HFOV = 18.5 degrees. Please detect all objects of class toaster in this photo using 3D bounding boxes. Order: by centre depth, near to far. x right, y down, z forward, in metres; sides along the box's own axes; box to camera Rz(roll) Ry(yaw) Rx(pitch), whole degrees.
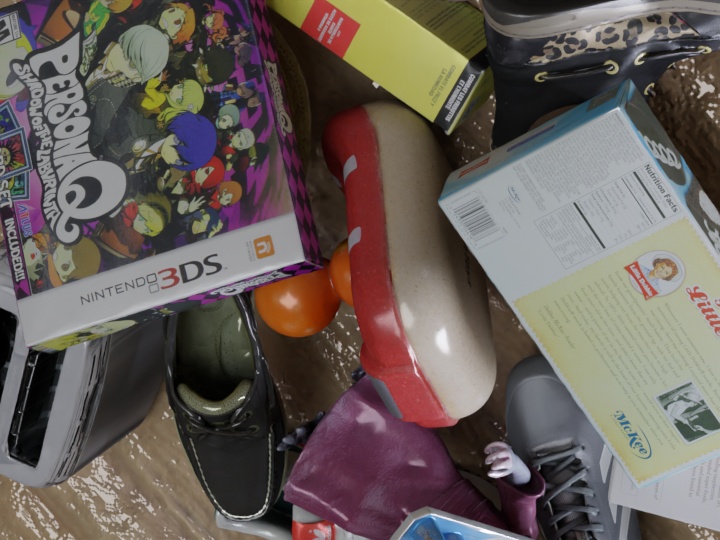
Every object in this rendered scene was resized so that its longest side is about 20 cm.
[{"bbox_3d":[-0.193,0.050,1.423,0.113,0.129,0.201,26,118,13],"label":"toaster"}]

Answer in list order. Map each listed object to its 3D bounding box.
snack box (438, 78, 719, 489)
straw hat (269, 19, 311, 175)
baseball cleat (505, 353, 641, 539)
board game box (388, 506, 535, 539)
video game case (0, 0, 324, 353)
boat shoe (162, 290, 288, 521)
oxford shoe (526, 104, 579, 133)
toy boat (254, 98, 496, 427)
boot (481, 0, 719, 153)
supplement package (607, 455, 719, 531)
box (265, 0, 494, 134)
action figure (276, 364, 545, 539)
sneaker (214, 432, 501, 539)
[{"bbox_3d":[0.143,0.011,1.156,0.116,0.037,0.201,-26,108,29],"label":"snack box"},{"bbox_3d":[-0.126,-0.091,1.358,0.199,0.085,0.203,0,97,3],"label":"straw hat"},{"bbox_3d":[0.137,0.151,1.332,0.069,0.107,0.201,-19,107,14],"label":"baseball cleat"},{"bbox_3d":[0.050,0.235,1.249,0.201,0.199,0.026,-54,41,18],"label":"board game box"},{"bbox_3d":[-0.126,-0.073,1.257,0.180,0.036,0.202,-16,78,18],"label":"video game case"},{"bbox_3d":[-0.086,0.067,1.318,0.071,0.066,0.203,-3,113,6],"label":"boat shoe"},{"bbox_3d":[0.136,-0.002,1.244,0.071,0.072,0.200,-22,141,5],"label":"oxford shoe"},{"bbox_3d":[0.000,0.000,1.280,0.130,0.201,0.131,-16,139,13],"label":"toy boat"},{"bbox_3d":[0.159,-0.112,1.231,0.198,0.074,0.151,-9,137,-11],"label":"boot"},{"bbox_3d":[0.255,0.080,1.244,0.198,0.120,0.122,14,114,18],"label":"supplement package"},{"bbox_3d":[-0.007,-0.163,1.290,0.199,0.075,0.050,36,120,6],"label":"box"},{"bbox_3d":[0.044,0.153,1.322,0.200,0.149,0.134,42,90,7],"label":"action figure"},{"bbox_3d":[0.000,0.162,1.403,0.198,0.093,0.071,13,115,19],"label":"sneaker"}]
